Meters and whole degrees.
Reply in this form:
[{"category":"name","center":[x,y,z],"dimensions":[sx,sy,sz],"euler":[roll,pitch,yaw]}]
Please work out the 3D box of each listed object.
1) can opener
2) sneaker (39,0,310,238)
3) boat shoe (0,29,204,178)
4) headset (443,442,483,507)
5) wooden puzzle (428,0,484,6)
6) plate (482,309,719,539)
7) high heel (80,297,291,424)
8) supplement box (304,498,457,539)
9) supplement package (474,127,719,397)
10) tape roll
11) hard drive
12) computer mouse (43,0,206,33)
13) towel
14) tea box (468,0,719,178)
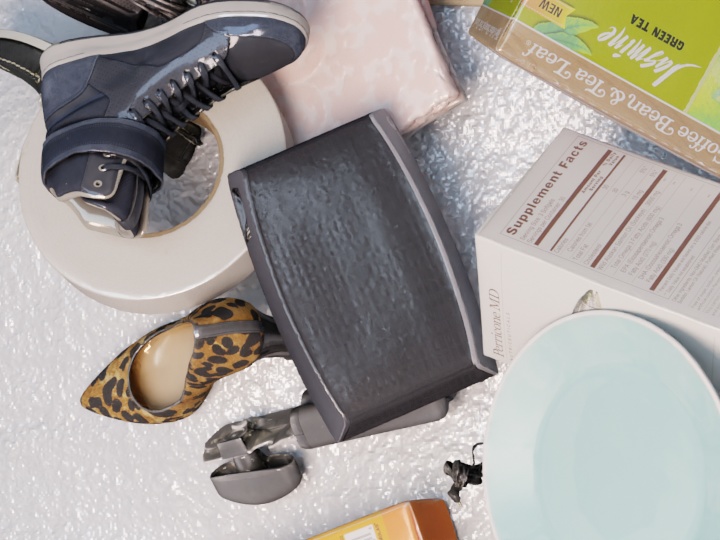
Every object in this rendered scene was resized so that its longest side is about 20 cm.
[{"category":"can opener","center":[-0.021,0.118,1.447],"dimensions":[0.199,0.053,0.067],"euler":[-14,110,23]},{"category":"sneaker","center":[-0.127,-0.099,1.392],"dimensions":[0.201,0.077,0.147],"euler":[-13,58,18]},{"category":"boat shoe","center":[-0.208,-0.128,1.545],"dimensions":[0.199,0.076,0.061],"euler":[23,87,27]},{"category":"headset","center":[0.158,0.130,1.324],"dimensions":[0.199,0.094,0.124],"euler":[-2,82,18]},{"category":"wooden puzzle","center":[0.099,-0.279,1.430],"dimensions":[0.199,0.046,0.187],"euler":[6,86,26]},{"category":"plate","center":[0.154,0.124,1.238],"dimensions":[0.199,0.025,0.202],"euler":[1,91,47]},{"category":"high heel","center":[-0.145,0.064,1.451],"dimensions":[0.199,0.142,0.072],"euler":[-18,77,23]},{"category":"supplement box","center":[-0.030,0.220,1.420],"dimensions":[0.199,0.066,0.069],"euler":[-22,78,23]},{"category":"supplement package","center":[0.187,0.015,1.288],"dimensions":[0.199,0.117,0.117],"euler":[22,53,27]},{"category":"tape roll","center":[-0.145,-0.069,1.454],"dimensions":[0.201,0.037,0.204],"euler":[-4,71,12]},{"category":"hard drive","center":[0.000,0.000,1.377],"dimensions":[0.134,0.042,0.201],"euler":[-23,81,-1]},{"category":"computer mouse","center":[-0.185,-0.214,1.492],"dimensions":[0.138,0.200,0.053],"euler":[22,86,-12]},{"category":"towel","center":[-0.031,-0.158,1.468],"dimensions":[0.200,0.032,0.192],"euler":[-31,72,31]},{"category":"tea box","center":[0.204,-0.181,1.273],"dimensions":[0.199,0.134,0.198],"euler":[27,98,-9]}]
